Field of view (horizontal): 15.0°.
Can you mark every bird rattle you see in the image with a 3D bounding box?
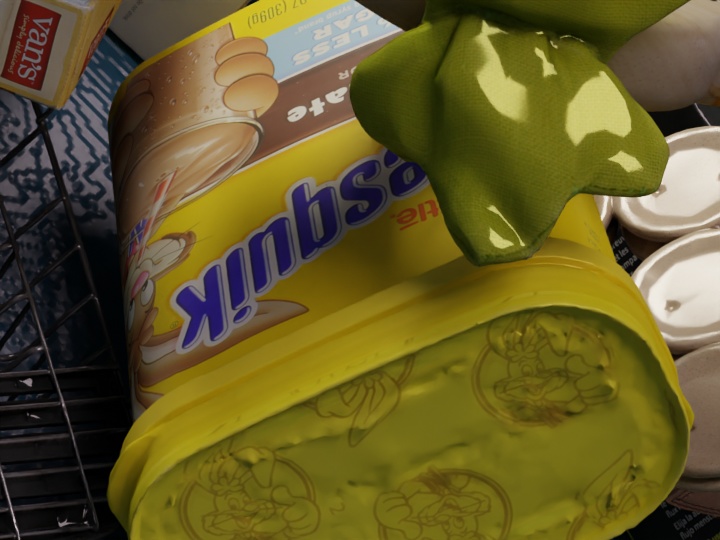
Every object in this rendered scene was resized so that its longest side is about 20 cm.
[{"bbox_3d":[0.021,-0.081,0.729,0.199,0.113,0.162,29,17,39],"label":"bird rattle"}]

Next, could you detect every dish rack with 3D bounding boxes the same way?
[{"bbox_3d":[-0.143,-0.002,0.780,0.153,0.055,0.201,-2,64,-40],"label":"dish rack"}]

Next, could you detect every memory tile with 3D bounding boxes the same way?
[{"bbox_3d":[0.032,0.029,0.808,0.154,0.199,0.017,-91,160,-50],"label":"memory tile"}]

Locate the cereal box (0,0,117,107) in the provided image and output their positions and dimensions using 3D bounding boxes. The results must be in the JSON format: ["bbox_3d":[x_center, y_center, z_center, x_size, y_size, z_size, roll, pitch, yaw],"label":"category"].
[{"bbox_3d":[-0.158,-0.126,0.795,0.199,0.040,0.144,22,31,-2],"label":"cereal box"}]

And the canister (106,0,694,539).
[{"bbox_3d":[0.000,0.000,0.774,0.087,0.148,0.201,59,11,-35],"label":"canister"}]

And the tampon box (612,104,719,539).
[{"bbox_3d":[0.147,0.006,0.965,0.149,0.126,0.201,-17,71,-47],"label":"tampon box"}]

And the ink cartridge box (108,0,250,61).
[{"bbox_3d":[-0.089,-0.149,0.900,0.200,0.099,0.039,44,40,-7],"label":"ink cartridge box"}]

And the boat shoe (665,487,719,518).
[{"bbox_3d":[0.109,0.037,0.863,0.073,0.199,0.072,57,31,-11],"label":"boat shoe"}]
